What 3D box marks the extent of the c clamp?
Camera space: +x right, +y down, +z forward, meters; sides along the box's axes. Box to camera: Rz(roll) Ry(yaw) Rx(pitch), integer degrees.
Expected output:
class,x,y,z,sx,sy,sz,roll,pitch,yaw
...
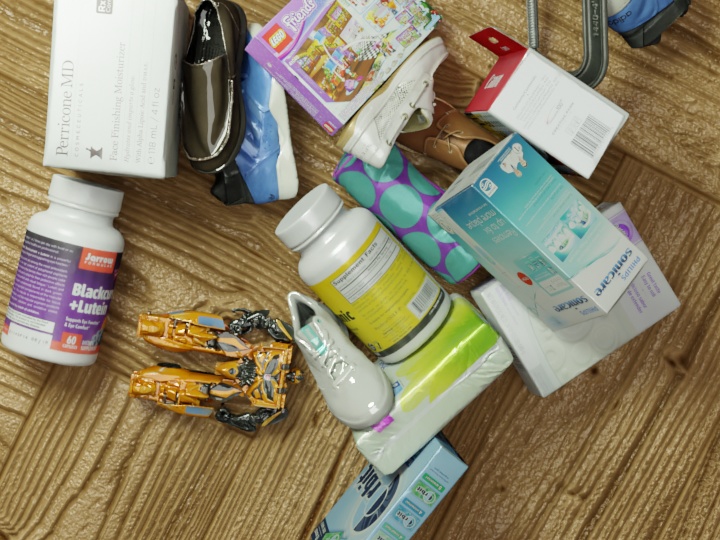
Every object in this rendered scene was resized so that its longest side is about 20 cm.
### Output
class,x,y,z,sx,sy,sz,roll,pitch,yaw
c clamp,0.216,-0.302,1.585,0.027,0.170,0.201,-21,108,-42

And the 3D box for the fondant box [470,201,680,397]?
class,x,y,z,sx,sy,sz,roll,pitch,yaw
fondant box,0.250,0.032,1.622,0.199,0.058,0.145,-33,96,-8

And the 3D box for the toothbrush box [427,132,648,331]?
class,x,y,z,sx,sy,sz,roll,pitch,yaw
toothbrush box,0.190,-0.037,1.506,0.200,0.146,0.085,42,72,-7

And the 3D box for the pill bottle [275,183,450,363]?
class,x,y,z,sx,sy,sz,roll,pitch,yaw
pill bottle,0.000,0.000,1.577,0.111,0.111,0.200,-43,103,1

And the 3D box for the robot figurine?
class,x,y,z,sx,sy,sz,roll,pitch,yaw
robot figurine,-0.164,0.113,1.615,0.198,0.058,0.146,8,95,-3

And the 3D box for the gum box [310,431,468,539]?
class,x,y,z,sx,sy,sz,roll,pitch,yaw
gum box,0.028,0.264,1.580,0.044,0.170,0.200,38,92,-12

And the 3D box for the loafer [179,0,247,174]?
class,x,y,z,sx,sy,sz,roll,pitch,yaw
loafer,-0.170,-0.205,1.511,0.072,0.071,0.202,-4,78,21

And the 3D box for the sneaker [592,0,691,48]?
class,x,y,z,sx,sy,sz,roll,pitch,yaw
sneaker,0.340,-0.349,1.603,0.111,0.076,0.201,39,66,-32

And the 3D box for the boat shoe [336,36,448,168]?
class,x,y,z,sx,sy,sz,roll,pitch,yaw
boat shoe,0.051,-0.183,1.554,0.069,0.071,0.200,39,58,0

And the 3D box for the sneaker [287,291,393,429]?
class,x,y,z,sx,sy,sz,roll,pitch,yaw
sneaker,-0.035,0.096,1.547,0.075,0.200,0.089,-40,132,1

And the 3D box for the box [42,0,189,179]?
class,x,y,z,sx,sy,sz,roll,pitch,yaw
box,-0.262,-0.204,1.514,0.130,0.200,0.201,4,94,-4

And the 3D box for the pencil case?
class,x,y,z,sx,sy,sz,roll,pitch,yaw
pencil case,0.064,-0.079,1.599,0.200,0.085,0.093,40,108,-6

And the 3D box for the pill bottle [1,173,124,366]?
class,x,y,z,sx,sy,sz,roll,pitch,yaw
pill bottle,-0.330,-0.002,1.570,0.111,0.111,0.201,14,94,-4

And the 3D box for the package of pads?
class,x,y,z,sx,sy,sz,roll,pitch,yaw
package of pads,0.071,0.124,1.582,0.200,0.155,0.068,-42,106,3

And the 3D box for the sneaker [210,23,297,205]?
class,x,y,z,sx,sy,sz,roll,pitch,yaw
sneaker,-0.142,-0.173,1.576,0.110,0.077,0.201,-11,102,-12

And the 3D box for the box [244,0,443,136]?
class,x,y,z,sx,sy,sz,roll,pitch,yaw
box,-0.016,-0.266,1.559,0.137,0.039,0.200,45,62,-6

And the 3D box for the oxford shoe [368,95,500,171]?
class,x,y,z,sx,sy,sz,roll,pitch,yaw
oxford shoe,0.100,-0.156,1.603,0.199,0.071,0.072,24,95,-1

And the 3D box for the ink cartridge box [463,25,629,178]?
class,x,y,z,sx,sy,sz,roll,pitch,yaw
ink cartridge box,0.182,-0.185,1.539,0.175,0.200,0.084,33,93,-5
